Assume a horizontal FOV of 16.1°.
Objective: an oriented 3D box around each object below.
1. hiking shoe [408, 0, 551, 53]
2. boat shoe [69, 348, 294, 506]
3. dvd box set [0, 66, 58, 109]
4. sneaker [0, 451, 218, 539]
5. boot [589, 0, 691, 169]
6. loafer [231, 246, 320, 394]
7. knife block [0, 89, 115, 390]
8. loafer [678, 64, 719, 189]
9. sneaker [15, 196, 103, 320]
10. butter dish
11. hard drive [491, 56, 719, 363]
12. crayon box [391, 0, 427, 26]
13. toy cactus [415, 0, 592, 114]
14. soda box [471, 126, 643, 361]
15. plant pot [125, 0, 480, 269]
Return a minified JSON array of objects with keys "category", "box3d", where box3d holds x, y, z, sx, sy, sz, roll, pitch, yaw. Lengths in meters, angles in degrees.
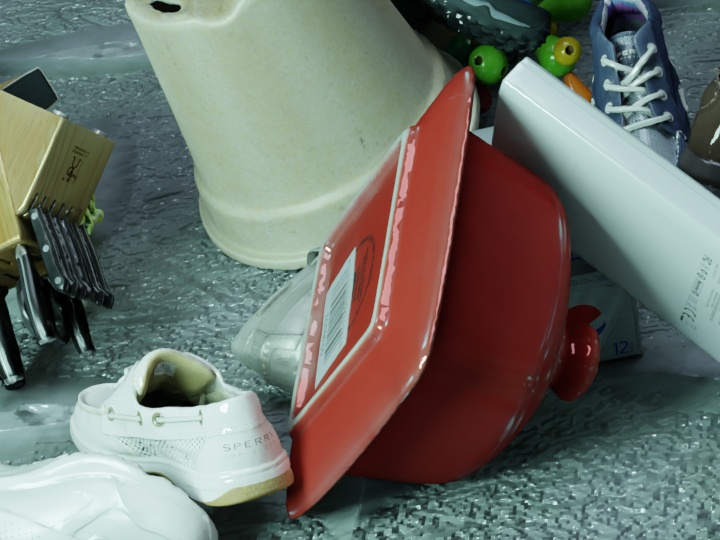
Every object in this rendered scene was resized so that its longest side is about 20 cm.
[{"category":"hiking shoe","box3d":[0.047,-0.217,1.635,0.200,0.074,0.087,34,87,10]},{"category":"boat shoe","box3d":[-0.102,0.075,1.396,0.071,0.070,0.200,-18,16,-31]},{"category":"dvd box set","box3d":[-0.308,-0.066,1.694,0.200,0.029,0.146,-19,18,48]},{"category":"sneaker","box3d":[-0.175,0.150,1.340,0.199,0.078,0.100,4,58,12]},{"category":"boot","box3d":[0.169,-0.099,1.596,0.072,0.091,0.200,-11,28,6]},{"category":"loafer","box3d":[0.000,0.000,1.517,0.070,0.070,0.200,19,42,29]},{"category":"knife block","box3d":[-0.233,-0.023,1.540,0.200,0.064,0.176,25,89,28]},{"category":"loafer","box3d":[0.253,-0.110,1.580,0.073,0.071,0.200,18,27,10]},{"category":"sneaker","box3d":[-0.203,-0.035,1.644,0.076,0.076,0.200,-21,32,-12]},{"category":"butter dish","box3d":[0.058,0.030,1.355,0.147,0.200,0.201,19,55,-15]},{"category":"hard drive","box3d":[0.155,-0.020,1.352,0.200,0.132,0.027,38,71,14]},{"category":"crayon box","box3d":[0.055,-0.220,1.805,0.200,0.058,0.172,-39,6,-39]},{"category":"toy cactus","box3d":[0.093,-0.157,1.753,0.165,0.102,0.200,-18,27,29]},{"category":"soda box","box3d":[0.113,-0.020,1.516,0.068,0.064,0.200,-12,30,-1]},{"category":"plant pot","box3d":[-0.050,-0.136,1.598,0.200,0.184,0.201,-18,40,16]}]
